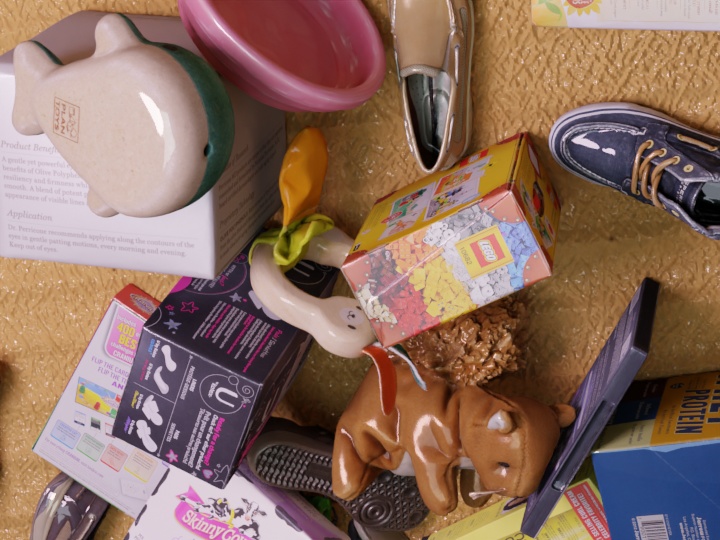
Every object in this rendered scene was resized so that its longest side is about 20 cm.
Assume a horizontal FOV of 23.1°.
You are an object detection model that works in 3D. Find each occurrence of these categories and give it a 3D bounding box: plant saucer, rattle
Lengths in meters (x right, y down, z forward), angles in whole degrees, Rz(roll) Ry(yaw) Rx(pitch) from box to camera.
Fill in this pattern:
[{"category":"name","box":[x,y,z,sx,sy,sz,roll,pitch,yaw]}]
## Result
[{"category":"plant saucer","box":[-0.072,-0.201,1.418,0.201,0.201,0.051,44,123,-3]},{"category":"rattle","box":[0.000,0.000,1.454,0.143,0.130,0.200,-57,45,23]}]

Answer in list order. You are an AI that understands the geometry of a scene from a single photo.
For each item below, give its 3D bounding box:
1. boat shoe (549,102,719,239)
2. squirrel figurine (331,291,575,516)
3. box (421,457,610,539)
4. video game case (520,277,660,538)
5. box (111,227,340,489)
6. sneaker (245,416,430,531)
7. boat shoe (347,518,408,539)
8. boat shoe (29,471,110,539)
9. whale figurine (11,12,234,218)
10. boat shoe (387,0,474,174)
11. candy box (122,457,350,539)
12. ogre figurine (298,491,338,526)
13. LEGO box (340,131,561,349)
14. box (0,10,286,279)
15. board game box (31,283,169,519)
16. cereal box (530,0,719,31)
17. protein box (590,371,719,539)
[{"category":"boat shoe","box":[0.245,-0.081,1.418,0.200,0.091,0.071,14,114,11]},{"category":"squirrel figurine","box":[0.088,0.110,1.506,0.186,0.141,0.201,-3,83,51]},{"category":"box","box":[0.148,0.246,1.609,0.200,0.050,0.075,-28,100,25]},{"category":"video game case","box":[0.195,0.115,1.490,0.019,0.143,0.200,27,116,2]},{"category":"box","box":[-0.113,0.069,1.529,0.115,0.200,0.132,26,126,7]},{"category":"sneaker","box":[-0.020,0.175,1.614,0.200,0.076,0.071,26,110,-30]},{"category":"boat shoe","box":[0.041,0.315,1.659,0.063,0.073,0.200,-32,103,22]},{"category":"boat shoe","box":[-0.298,0.295,1.755,0.073,0.075,0.200,22,117,8]},{"category":"whale figurine","box":[-0.179,-0.119,1.334,0.200,0.104,0.160,20,115,34]},{"category":"boat shoe","box":[0.058,-0.178,1.454,0.071,0.076,0.201,-4,109,19]},{"category":"candy box","box":[-0.132,0.273,1.608,0.168,0.071,0.200,39,103,28]},{"category":"ogre figurine","box":[-0.099,0.287,1.679,0.199,0.098,0.120,-18,93,11]},{"category":"LEGO box","box":[0.079,-0.029,1.427,0.149,0.200,0.077,-24,102,15]},{"category":"box","box":[-0.184,-0.113,1.487,0.198,0.200,0.172,6,114,14]},{"category":"board game box","box":[-0.207,0.134,1.681,0.153,0.040,0.200,34,117,2]},{"category":"cereal box","box":[0.234,-0.263,1.386,0.199,0.040,0.144,4,112,15]},{"category":"protein box","box":[0.321,0.199,1.489,0.199,0.135,0.199,-9,108,20]}]
